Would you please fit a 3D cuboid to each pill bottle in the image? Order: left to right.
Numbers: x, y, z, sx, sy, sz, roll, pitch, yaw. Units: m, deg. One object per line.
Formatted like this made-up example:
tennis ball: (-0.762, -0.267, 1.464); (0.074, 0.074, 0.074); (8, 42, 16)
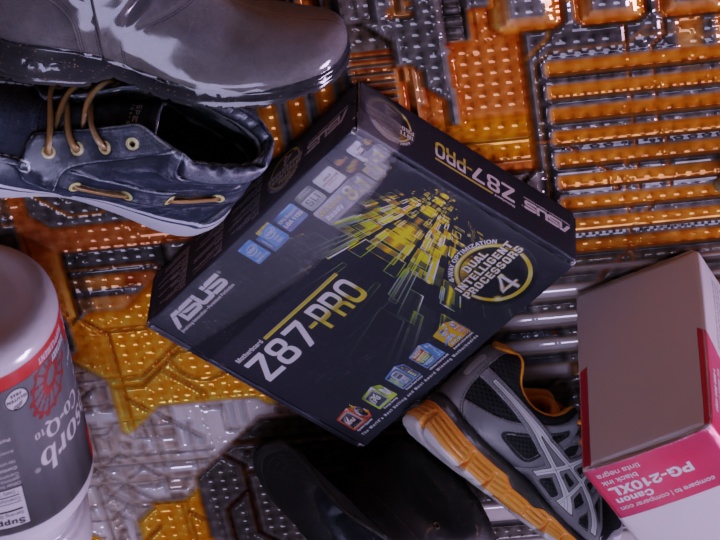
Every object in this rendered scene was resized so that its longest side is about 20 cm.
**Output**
pill bottle: (-0.219, 0.090, 1.624); (0.116, 0.116, 0.200); (-4, 133, 4)

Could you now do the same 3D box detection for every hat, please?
hat: (0.030, 0.158, 1.694); (0.081, 0.201, 0.201); (-43, 130, -14)

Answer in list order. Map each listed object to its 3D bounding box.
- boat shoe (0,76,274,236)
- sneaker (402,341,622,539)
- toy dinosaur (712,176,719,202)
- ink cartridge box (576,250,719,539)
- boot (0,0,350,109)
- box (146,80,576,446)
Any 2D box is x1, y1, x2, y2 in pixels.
boat shoe: (-0.148, -0.078, 1.484); (0.200, 0.071, 0.091); (13, 154, -21)
sneaker: (0.109, 0.114, 1.673); (0.077, 0.078, 0.200); (-53, 136, -4)
toy dinosaur: (0.280, -0.004, 1.583); (0.101, 0.058, 0.200); (-18, 124, 36)
ink cartridge box: (0.207, 0.112, 1.617); (0.084, 0.145, 0.200); (-22, 129, 22)
boot: (-0.100, -0.157, 1.428); (0.200, 0.070, 0.132); (1, 128, -6)
box: (0.000, 0.000, 1.582); (0.161, 0.049, 0.200); (33, 126, -23)
